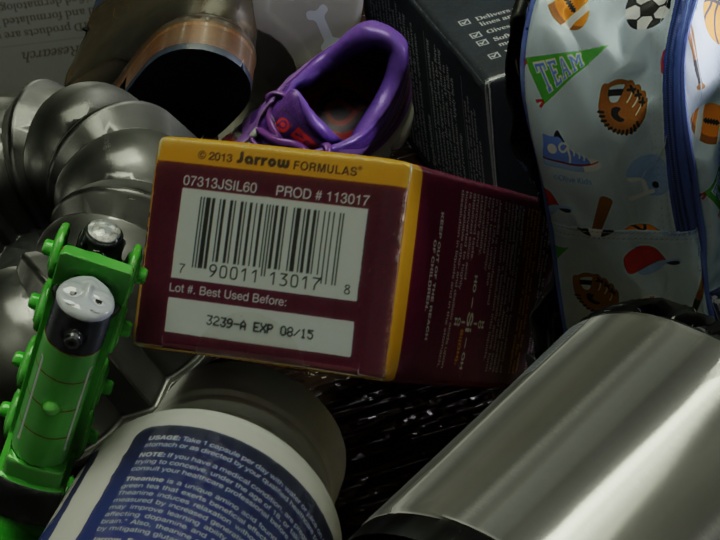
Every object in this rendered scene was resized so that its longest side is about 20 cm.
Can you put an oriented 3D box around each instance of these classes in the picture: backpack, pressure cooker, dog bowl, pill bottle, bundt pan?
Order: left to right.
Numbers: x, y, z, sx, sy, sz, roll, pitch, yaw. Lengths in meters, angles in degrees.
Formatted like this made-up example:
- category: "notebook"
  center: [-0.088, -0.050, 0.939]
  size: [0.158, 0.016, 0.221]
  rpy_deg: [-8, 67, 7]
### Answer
- category: "bundt pan"
  center: [-0.151, -0.007, 1.230]
  size: [0.201, 0.076, 0.202]
  rpy_deg: [-16, 47, 18]
- category: "pill bottle"
  center: [-0.071, 0.124, 1.042]
  size: [0.111, 0.111, 0.200]
  rpy_deg: [4, 33, 16]
- category: "dog bowl"
  center: [-0.034, -0.159, 1.428]
  size: [0.058, 0.200, 0.200]
  rpy_deg: [5, 30, -8]
- category: "pressure cooker"
  center: [0.078, 0.129, 0.935]
  size: [0.178, 0.176, 0.200]
  rpy_deg: [25, 53, 38]
- category: "backpack"
  center: [0.139, -0.066, 1.114]
  size: [0.154, 0.191, 0.200]
  rpy_deg: [-3, 41, 28]

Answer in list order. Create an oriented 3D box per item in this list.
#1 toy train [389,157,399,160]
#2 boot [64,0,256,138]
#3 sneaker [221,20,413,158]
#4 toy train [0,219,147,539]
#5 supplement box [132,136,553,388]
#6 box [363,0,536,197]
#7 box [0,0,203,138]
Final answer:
- category: "toy train"
  center: [0.031, -0.004, 1.309]
  size: [0.046, 0.034, 0.200]
  rpy_deg: [-3, 29, -15]
- category: "boot"
  center: [-0.112, -0.095, 1.359]
  size: [0.200, 0.075, 0.097]
  rpy_deg: [-30, 40, 43]
- category: "sneaker"
  center: [-0.048, -0.046, 1.293]
  size: [0.081, 0.083, 0.200]
  rpy_deg: [35, 69, 9]
- category: "toy train"
  center: [-0.124, 0.064, 1.077]
  size: [0.042, 0.200, 0.056]
  rpy_deg: [17, 40, -3]
- category: "supplement box"
  center: [0.000, 0.000, 1.133]
  size: [0.110, 0.086, 0.200]
  rpy_deg: [8, 0, 21]
- category: "box"
  center: [0.100, -0.109, 1.395]
  size: [0.148, 0.107, 0.200]
  rpy_deg: [-15, 33, -12]
- category: "box"
  center: [-0.185, -0.161, 1.469]
  size: [0.199, 0.172, 0.199]
  rpy_deg: [-7, 30, 5]
